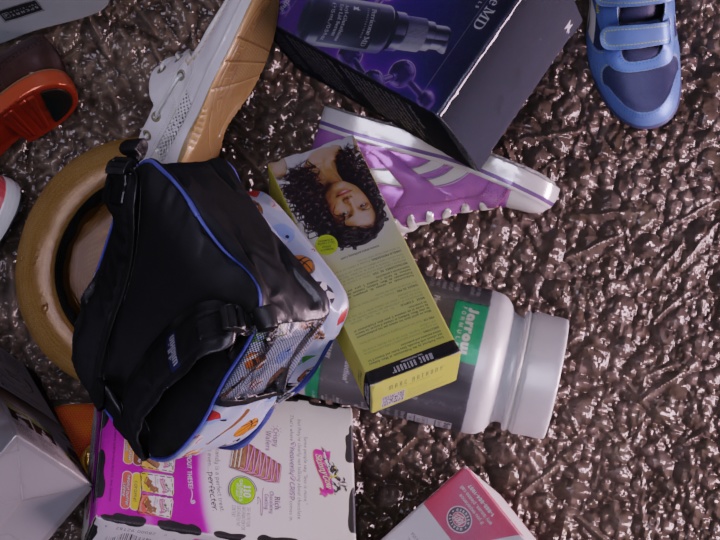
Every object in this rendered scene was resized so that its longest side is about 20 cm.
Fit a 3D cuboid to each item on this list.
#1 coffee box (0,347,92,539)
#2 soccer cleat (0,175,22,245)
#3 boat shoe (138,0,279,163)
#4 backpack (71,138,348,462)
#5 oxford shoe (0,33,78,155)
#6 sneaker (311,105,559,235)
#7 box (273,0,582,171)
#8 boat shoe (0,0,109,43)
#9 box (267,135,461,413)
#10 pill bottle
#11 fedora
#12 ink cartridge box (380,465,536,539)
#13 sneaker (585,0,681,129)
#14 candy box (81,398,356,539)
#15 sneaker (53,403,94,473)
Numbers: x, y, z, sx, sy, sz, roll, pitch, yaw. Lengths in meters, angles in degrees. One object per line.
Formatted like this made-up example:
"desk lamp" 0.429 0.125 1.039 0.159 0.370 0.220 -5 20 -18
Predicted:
"coffee box" -0.288 0.140 1.318 0.113 0.200 0.080 -49 122 3
"soccer cleat" -0.347 0.003 1.383 0.073 0.068 0.201 32 87 -34
"boat shoe" -0.128 -0.132 1.287 0.069 0.071 0.201 32 103 19
"backpack" -0.116 0.035 1.241 0.191 0.153 0.200 -55 52 26
"oxford shoe" -0.324 -0.121 1.406 0.199 0.071 0.073 -27 61 4
"sneaker" 0.052 -0.050 1.371 0.199 0.073 0.115 16 93 15
"box" 0.041 -0.194 1.312 0.199 0.104 0.148 31 83 29
"boat shoe" -0.290 -0.229 1.401 0.199 0.071 0.064 -8 54 13
"box" 0.000 0.000 1.281 0.075 0.050 0.201 -21 64 -13
"pill bottle" 0.054 0.062 1.342 0.199 0.113 0.114 12 90 4
"fedora" -0.173 -0.004 1.375 0.199 0.082 0.202 0 91 5
"ink cartridge box" 0.059 0.274 1.327 0.200 0.083 0.147 -42 58 3
"sneaker" 0.211 -0.211 1.353 0.073 0.082 0.202 -7 90 3
"candy box" -0.106 0.159 1.316 0.199 0.061 0.137 11 49 -14
"sneaker" -0.173 0.156 1.375 0.199 0.077 0.073 19 92 6
